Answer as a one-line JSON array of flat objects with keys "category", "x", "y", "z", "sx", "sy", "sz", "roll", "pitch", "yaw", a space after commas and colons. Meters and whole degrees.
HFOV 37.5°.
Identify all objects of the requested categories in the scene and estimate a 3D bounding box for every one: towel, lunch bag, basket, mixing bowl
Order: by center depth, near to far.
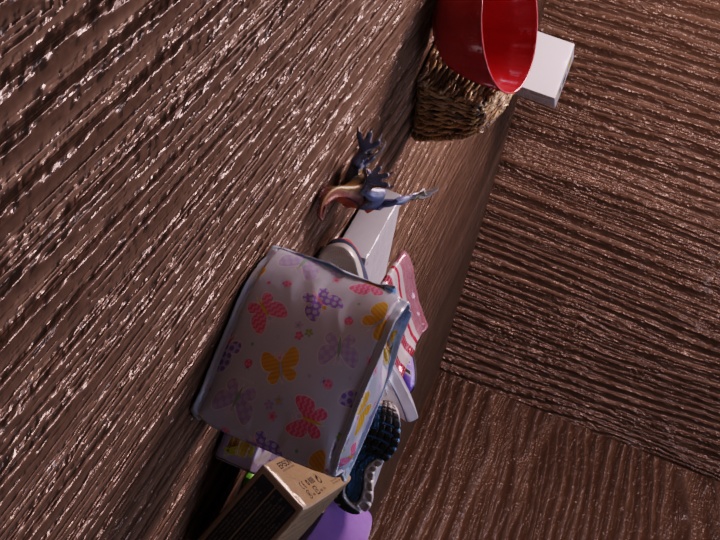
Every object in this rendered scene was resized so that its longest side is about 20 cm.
[{"category": "lunch bag", "x": -0.053, "y": 0.093, "z": 1.093, "sx": 0.127, "sy": 0.167, "sz": 0.203, "roll": 61, "pitch": 50, "yaw": -76}, {"category": "mixing bowl", "x": 0.172, "y": -0.358, "z": 1.541, "sx": 0.199, "sy": 0.107, "sz": 0.204, "roll": -12, "pitch": 104, "yaw": -58}, {"category": "towel", "x": 0.057, "y": 0.080, "z": 1.652, "sx": 0.201, "sy": 0.022, "sz": 0.146, "roll": -58, "pitch": 137, "yaw": -54}, {"category": "basket", "x": 0.179, "y": -0.299, "z": 1.683, "sx": 0.150, "sy": 0.141, "sz": 0.202, "roll": 92, "pitch": 21, "yaw": -60}]

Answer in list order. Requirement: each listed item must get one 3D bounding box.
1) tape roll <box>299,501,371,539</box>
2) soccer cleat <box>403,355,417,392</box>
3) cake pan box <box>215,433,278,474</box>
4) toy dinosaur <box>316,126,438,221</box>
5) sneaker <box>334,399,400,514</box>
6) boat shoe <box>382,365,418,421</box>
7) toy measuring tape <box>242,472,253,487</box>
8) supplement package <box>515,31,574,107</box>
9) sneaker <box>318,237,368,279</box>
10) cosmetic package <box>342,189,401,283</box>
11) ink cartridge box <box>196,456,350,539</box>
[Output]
[{"category": "tape roll", "x": -0.078, "y": 0.422, "z": 1.615, "sx": 0.200, "sy": 0.085, "sz": 0.200, "roll": -46, "pitch": -170, "yaw": 11}, {"category": "soccer cleat", "x": 0.035, "y": 0.110, "z": 1.721, "sx": 0.073, "sy": 0.067, "sz": 0.203, "roll": -16, "pitch": 90, "yaw": -59}, {"category": "cake pan box", "x": -0.105, "y": 0.159, "z": 1.295, "sx": 0.200, "sy": 0.052, "sz": 0.186, "roll": 77, "pitch": 36, "yaw": -74}, {"category": "toy dinosaur", "x": -0.003, "y": -0.111, "z": 1.359, "sx": 0.198, "sy": 0.106, "sz": 0.182, "roll": -26, "pitch": 167, "yaw": -19}, {"category": "sneaker", "x": 0.010, "y": 0.251, "z": 1.523, "sx": 0.087, "sy": 0.074, "sz": 0.202, "roll": -68, "pitch": 179, "yaw": -55}, {"category": "boat shoe", "x": 0.019, "y": 0.150, "z": 1.540, "sx": 0.202, "sy": 0.065, "sz": 0.074, "roll": 60, "pitch": 3, "yaw": -26}, {"category": "toy measuring tape", "x": -0.133, "y": 0.343, "z": 1.442, "sx": 0.074, "sy": 0.073, "sz": 0.202, "roll": -56, "pitch": 162, "yaw": -55}, {"category": "supplement package", "x": 0.482, "y": -0.545, "z": 2.857, "sx": 0.200, "sy": 0.149, "sz": 0.154, "roll": -7, "pitch": 118, "yaw": -79}, {"category": "sneaker", "x": -0.012, "y": 0.052, "z": 1.398, "sx": 0.085, "sy": 0.074, "sz": 0.204, "roll": -78, "pitch": 163, "yaw": -71}, {"category": "cosmetic package", "x": 0.000, "y": 0.000, "z": 1.554, "sx": 0.152, "sy": 0.051, "sz": 0.202, "roll": -63, "pitch": 169, "yaw": -45}, {"category": "ink cartridge box", "x": -0.110, "y": 0.298, "z": 1.272, "sx": 0.165, "sy": 0.075, "sz": 0.200, "roll": -48, "pitch": 169, "yaw": 9}]
